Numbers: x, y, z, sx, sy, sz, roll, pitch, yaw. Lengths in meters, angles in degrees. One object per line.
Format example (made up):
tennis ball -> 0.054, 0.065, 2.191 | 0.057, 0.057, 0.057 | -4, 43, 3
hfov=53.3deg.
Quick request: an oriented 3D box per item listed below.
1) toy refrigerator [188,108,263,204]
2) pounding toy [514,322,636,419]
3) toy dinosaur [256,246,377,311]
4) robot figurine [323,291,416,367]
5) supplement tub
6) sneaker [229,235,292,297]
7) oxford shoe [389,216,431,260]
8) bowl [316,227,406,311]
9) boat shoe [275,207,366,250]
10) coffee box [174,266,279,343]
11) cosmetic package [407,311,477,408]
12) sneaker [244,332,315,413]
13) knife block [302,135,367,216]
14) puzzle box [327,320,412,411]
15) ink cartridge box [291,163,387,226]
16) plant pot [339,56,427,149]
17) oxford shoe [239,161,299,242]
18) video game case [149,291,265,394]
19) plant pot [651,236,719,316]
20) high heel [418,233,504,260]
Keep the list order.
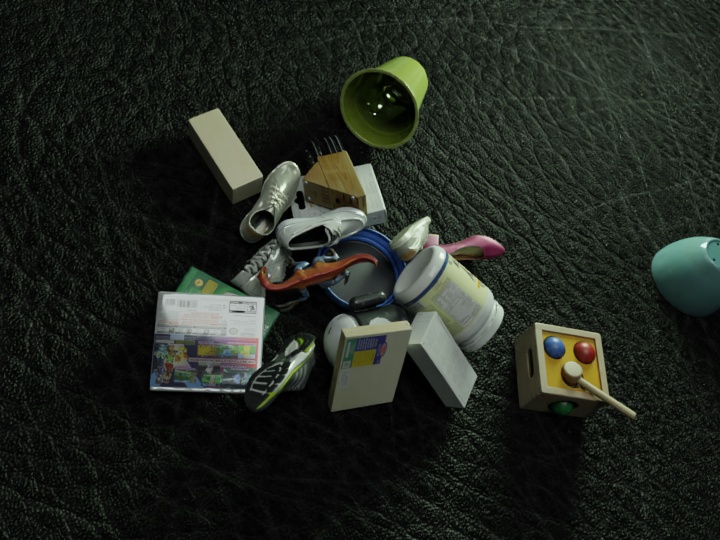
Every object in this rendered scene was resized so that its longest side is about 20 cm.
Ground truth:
toy refrigerator -> -0.296, -0.249, 1.571 | 0.076, 0.070, 0.200 | -28, 72, -22
pounding toy -> 0.441, 0.223, 1.496 | 0.183, 0.142, 0.201 | 10, 58, -12
toy dinosaur -> -0.104, -0.002, 1.406 | 0.181, 0.200, 0.105 | -16, 79, -51
robot figurine -> 0.026, 0.135, 1.418 | 0.199, 0.125, 0.151 | -9, 60, -23
supplement tub -> 0.183, 0.061, 1.485 | 0.200, 0.145, 0.145 | 40, 55, -14
sneaker -> -0.180, -0.015, 1.479 | 0.081, 0.075, 0.200 | 48, 55, -10
oxford shoe -> 0.116, -0.069, 1.576 | 0.058, 0.075, 0.200 | 54, 26, -5
bowl -> 0.000, 0.000, 1.541 | 0.200, 0.039, 0.201 | 8, 59, -14
boat shoe -> -0.071, -0.075, 1.464 | 0.199, 0.074, 0.065 | -16, 39, -21
coffee box -> -0.272, 0.091, 1.394 | 0.199, 0.044, 0.123 | 27, 58, -2
cosmetic package -> 0.158, 0.178, 1.417 | 0.200, 0.050, 0.083 | 56, 47, -31
sneaker -> -0.138, 0.202, 1.334 | 0.074, 0.081, 0.200 | 5, 33, 34
knife block -> -0.041, -0.217, 1.577 | 0.199, 0.064, 0.176 | 20, 54, 21
puzzle box -> 0.015, 0.181, 1.348 | 0.132, 0.201, 0.025 | -4, 40, -21
ink cartridge box -> -0.054, -0.157, 1.600 | 0.199, 0.057, 0.163 | -14, 49, -1
plant pot -> 0.077, -0.428, 1.746 | 0.200, 0.200, 0.190 | 32, 43, 2
oxford shoe -> -0.183, -0.145, 1.516 | 0.075, 0.058, 0.200 | 38, 70, -21
video game case -> -0.281, 0.135, 1.334 | 0.199, 0.023, 0.183 | 4, 77, -9
plant pot -> 0.846, -0.004, 1.769 | 0.199, 0.135, 0.201 | 8, 59, -14
high heel -> 0.228, -0.031, 1.613 | 0.199, 0.067, 0.096 | 10, 48, -7
